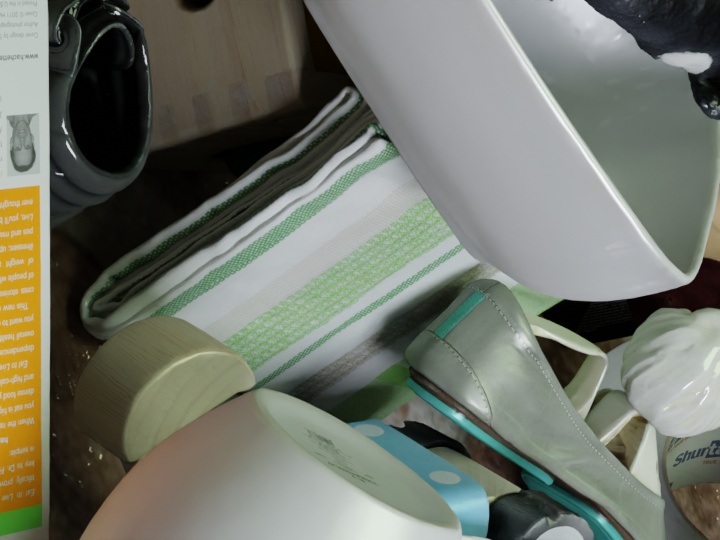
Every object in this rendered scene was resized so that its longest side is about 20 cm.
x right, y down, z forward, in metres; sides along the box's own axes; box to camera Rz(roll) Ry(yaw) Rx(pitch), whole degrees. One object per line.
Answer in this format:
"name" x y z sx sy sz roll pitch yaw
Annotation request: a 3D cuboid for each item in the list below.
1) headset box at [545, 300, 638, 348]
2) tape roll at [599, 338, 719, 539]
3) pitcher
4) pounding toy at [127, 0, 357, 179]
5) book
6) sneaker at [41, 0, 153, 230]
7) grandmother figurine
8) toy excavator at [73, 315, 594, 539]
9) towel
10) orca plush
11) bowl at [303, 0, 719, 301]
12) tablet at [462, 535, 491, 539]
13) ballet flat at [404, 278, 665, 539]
"headset box" 0.171 -0.067 1.456 0.077 0.148 0.200 56 36 -33
"tape roll" 0.180 0.117 1.354 0.066 0.200 0.201 106 3 -46
"pitcher" -0.071 0.135 0.940 0.171 0.121 0.200 26 101 -45
"pounding toy" -0.009 -0.108 1.169 0.184 0.142 0.201 -1 79 -59
"book" -0.152 0.011 0.916 0.133 0.048 0.201 -9 104 -57
"sneaker" -0.131 -0.103 1.002 0.071 0.099 0.201 -37 110 -56
"grandmother figurine" 0.151 0.017 1.257 0.061 0.121 0.200 -68 172 24
"toy excavator" -0.017 0.105 1.108 0.199 0.100 0.195 -10 116 -37
"towel" 0.000 0.000 1.150 0.200 0.149 0.031 23 38 -56
"orca plush" 0.126 -0.123 1.076 0.200 0.071 0.106 28 41 -54
"bowl" 0.050 -0.094 1.066 0.200 0.074 0.200 56 26 -21
"tablet" -0.009 0.150 1.070 0.200 0.014 0.131 15 102 -37
"ballet flat" 0.088 0.067 1.203 0.064 0.067 0.200 -52 137 -5
